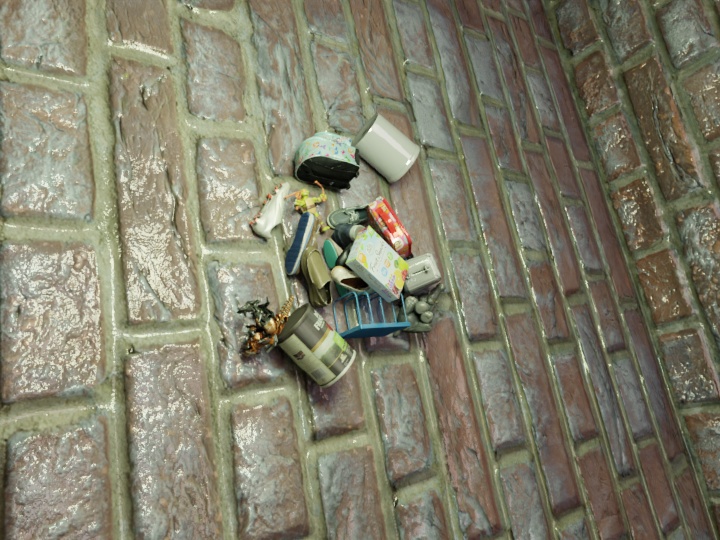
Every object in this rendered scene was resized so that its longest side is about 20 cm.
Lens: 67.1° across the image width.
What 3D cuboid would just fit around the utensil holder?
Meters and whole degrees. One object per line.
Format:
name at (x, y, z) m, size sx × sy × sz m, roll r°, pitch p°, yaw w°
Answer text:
utensil holder at (0.089, -0.449, 1.990) m, size 0.200 × 0.170 × 0.171 m, roll 36°, pitch 53°, yaw -17°

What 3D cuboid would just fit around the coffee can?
coffee can at (-0.132, 0.214, 1.550) m, size 0.200 × 0.146 × 0.147 m, roll 47°, pitch 50°, yaw -13°

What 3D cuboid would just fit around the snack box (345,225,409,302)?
snack box at (0.056, -0.018, 1.669) m, size 0.200 × 0.053 × 0.143 m, roll 43°, pitch 46°, yaw -25°

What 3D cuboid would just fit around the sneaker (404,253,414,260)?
sneaker at (0.148, -0.066, 1.932) m, size 0.200 × 0.078 × 0.070 m, roll 40°, pitch 52°, yaw -18°

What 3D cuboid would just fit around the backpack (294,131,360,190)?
backpack at (-0.117, -0.361, 1.784) m, size 0.199 × 0.177 × 0.152 m, roll 2°, pitch 67°, yaw -27°

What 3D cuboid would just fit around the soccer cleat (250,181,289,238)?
soccer cleat at (-0.265, -0.186, 1.670) m, size 0.077 × 0.069 × 0.201 m, roll 40°, pitch 59°, yaw -24°

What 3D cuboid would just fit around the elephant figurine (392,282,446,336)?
elephant figurine at (0.206, 0.132, 1.872) m, size 0.200 × 0.154 × 0.143 m, roll -51°, pitch 143°, yaw -65°

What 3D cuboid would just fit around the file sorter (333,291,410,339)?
file sorter at (0.030, 0.139, 1.714) m, size 0.199 × 0.139 × 0.124 m, roll 1°, pitch 70°, yaw -38°

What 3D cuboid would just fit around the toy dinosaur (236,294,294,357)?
toy dinosaur at (-0.255, 0.145, 1.483) m, size 0.200 × 0.102 × 0.136 m, roll -37°, pitch 67°, yaw -12°

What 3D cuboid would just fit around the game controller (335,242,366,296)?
game controller at (0.000, 0.000, 1.726) m, size 0.104 × 0.042 × 0.200 m, roll -45°, pitch 129°, yaw -3°

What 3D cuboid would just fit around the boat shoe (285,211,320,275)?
boat shoe at (-0.167, -0.074, 1.667) m, size 0.072 × 0.072 × 0.201 m, roll 24°, pitch 82°, yaw -39°

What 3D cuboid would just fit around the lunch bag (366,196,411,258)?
lunch bag at (0.092, -0.139, 1.787) m, size 0.082 × 0.176 × 0.201 m, roll -30°, pitch 72°, yaw -5°

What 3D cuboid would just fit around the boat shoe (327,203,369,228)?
boat shoe at (-0.028, -0.191, 1.856) m, size 0.199 × 0.062 × 0.073 m, roll -17°, pitch 83°, yaw -41°

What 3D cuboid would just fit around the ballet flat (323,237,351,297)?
ballet flat at (-0.064, -0.012, 1.757) m, size 0.067 × 0.068 × 0.201 m, roll -19°, pitch 94°, yaw -45°

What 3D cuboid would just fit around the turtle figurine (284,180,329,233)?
turtle figurine at (-0.169, -0.194, 1.744) m, size 0.200 × 0.064 × 0.162 m, roll -28°, pitch 100°, yaw -56°

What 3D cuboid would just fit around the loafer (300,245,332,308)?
loafer at (-0.124, 0.021, 1.644) m, size 0.076 × 0.067 × 0.201 m, roll -35°, pitch 121°, yaw -44°

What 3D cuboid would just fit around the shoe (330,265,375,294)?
shoe at (-0.006, 0.042, 1.682) m, size 0.199 × 0.053 × 0.070 m, roll 19°, pitch 105°, yaw -39°

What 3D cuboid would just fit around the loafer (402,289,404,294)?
loafer at (0.081, 0.015, 1.851) m, size 0.201 × 0.068 × 0.070 m, roll 54°, pitch 39°, yaw -12°

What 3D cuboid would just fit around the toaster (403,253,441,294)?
toaster at (0.201, 0.011, 1.846) m, size 0.200 × 0.128 × 0.114 m, roll 23°, pitch 47°, yaw -79°

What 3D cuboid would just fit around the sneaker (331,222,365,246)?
sneaker at (-0.007, -0.087, 1.790) m, size 0.202 × 0.146 × 0.077 m, roll 45°, pitch 66°, yaw -38°
